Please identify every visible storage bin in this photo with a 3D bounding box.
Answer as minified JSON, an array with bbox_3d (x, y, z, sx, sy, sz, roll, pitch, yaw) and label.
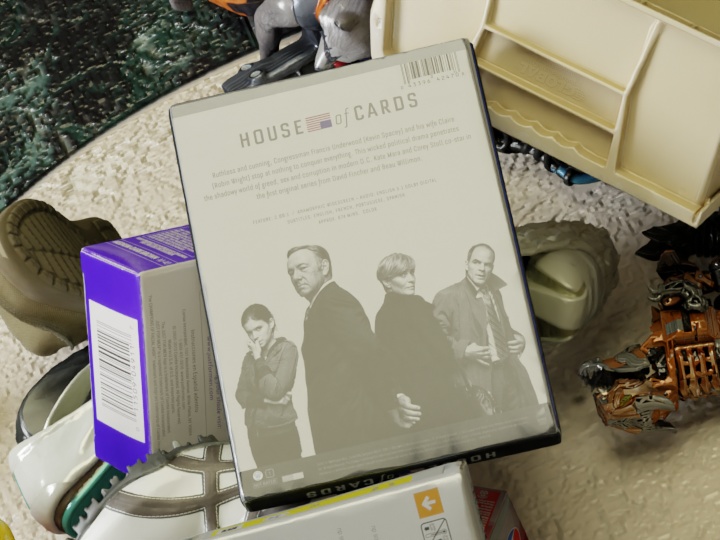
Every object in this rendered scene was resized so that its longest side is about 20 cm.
[{"bbox_3d":[0.133,-0.136,1.413,0.198,0.094,0.200,27,33,18],"label":"storage bin"}]

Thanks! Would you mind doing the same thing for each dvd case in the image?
[{"bbox_3d":[0.000,0.000,1.310,0.149,0.025,0.201,-12,69,2],"label":"dvd case"}]

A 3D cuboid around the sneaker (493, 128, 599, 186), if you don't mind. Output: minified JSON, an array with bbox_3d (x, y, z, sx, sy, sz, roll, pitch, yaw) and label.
[{"bbox_3d":[0.102,-0.091,1.542,0.199,0.073,0.082,-1,49,20],"label":"sneaker"}]

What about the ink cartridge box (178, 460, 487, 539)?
[{"bbox_3d":[-0.022,0.207,1.266,0.199,0.047,0.199,-15,91,8],"label":"ink cartridge box"}]

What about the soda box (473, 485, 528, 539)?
[{"bbox_3d":[-0.017,0.137,1.387,0.199,0.070,0.064,8,56,27],"label":"soda box"}]

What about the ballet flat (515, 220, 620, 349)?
[{"bbox_3d":[0.071,0.019,1.401,0.199,0.072,0.072,-10,33,-41],"label":"ballet flat"}]

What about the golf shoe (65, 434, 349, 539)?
[{"bbox_3d":[-0.050,0.121,1.317,0.199,0.078,0.095,-32,50,-1],"label":"golf shoe"}]

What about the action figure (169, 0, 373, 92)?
[{"bbox_3d":[-0.051,-0.160,1.645,0.200,0.105,0.193,-37,38,-15],"label":"action figure"}]

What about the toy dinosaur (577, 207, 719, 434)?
[{"bbox_3d":[0.199,0.010,1.425,0.199,0.102,0.136,-16,57,-25],"label":"toy dinosaur"}]

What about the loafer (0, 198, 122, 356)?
[{"bbox_3d":[-0.165,0.011,1.499,0.067,0.200,0.076,-38,79,8],"label":"loafer"}]

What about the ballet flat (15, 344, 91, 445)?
[{"bbox_3d":[-0.098,0.047,1.517,0.199,0.057,0.067,-27,71,-13],"label":"ballet flat"}]

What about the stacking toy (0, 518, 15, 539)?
[{"bbox_3d":[-0.214,0.139,1.371,0.115,0.200,0.110,-5,48,15],"label":"stacking toy"}]

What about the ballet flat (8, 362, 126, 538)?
[{"bbox_3d":[-0.102,0.052,1.455,0.200,0.070,0.069,-42,49,-15],"label":"ballet flat"}]

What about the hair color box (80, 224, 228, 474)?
[{"bbox_3d":[-0.038,0.027,1.404,0.199,0.110,0.065,-12,19,-32],"label":"hair color box"}]
